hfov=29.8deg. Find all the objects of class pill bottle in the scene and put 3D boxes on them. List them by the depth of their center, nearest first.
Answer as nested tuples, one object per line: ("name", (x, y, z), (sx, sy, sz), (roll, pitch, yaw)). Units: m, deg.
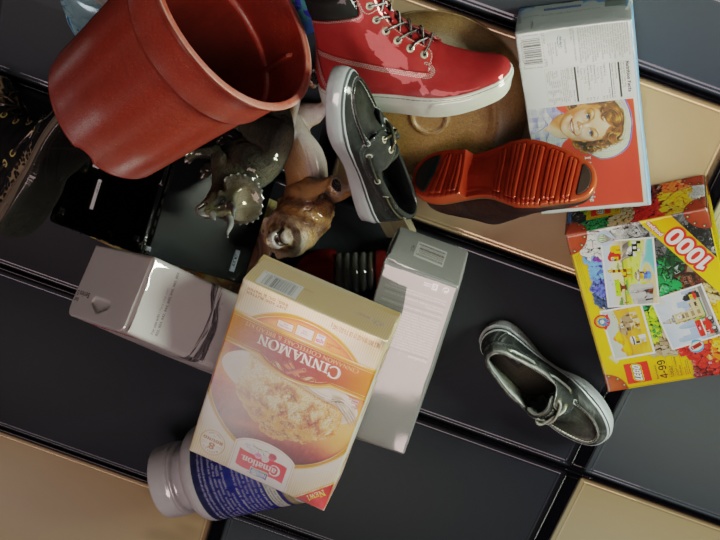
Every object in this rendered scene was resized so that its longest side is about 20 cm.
("pill bottle", (-0.153, 0.238, 1.645), (0.197, 0.120, 0.121), (-15, 118, 20))

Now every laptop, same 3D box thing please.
("laptop", (-0.205, -0.103, 1.452), (0.198, 0.103, 0.180), (18, 91, 23))

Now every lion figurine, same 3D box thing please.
("lion figurine", (-0.062, -0.118, 1.423), (0.122, 0.072, 0.203), (-12, 80, 45))

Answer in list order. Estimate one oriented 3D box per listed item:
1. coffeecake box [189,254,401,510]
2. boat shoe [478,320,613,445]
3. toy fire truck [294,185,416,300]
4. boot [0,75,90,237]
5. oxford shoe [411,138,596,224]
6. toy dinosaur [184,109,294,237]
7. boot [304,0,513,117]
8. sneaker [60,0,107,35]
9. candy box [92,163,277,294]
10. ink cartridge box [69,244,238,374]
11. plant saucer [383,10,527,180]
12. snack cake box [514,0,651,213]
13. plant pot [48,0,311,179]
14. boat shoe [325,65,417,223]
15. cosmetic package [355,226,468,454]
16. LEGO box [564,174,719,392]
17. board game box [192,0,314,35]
("coffeecake box", (-0.066, 0.111, 1.340), (0.152, 0.073, 0.202), (22, 114, 5))
("boat shoe", (0.206, 0.143, 1.537), (0.199, 0.071, 0.072), (38, 121, -13))
("toy fire truck", (0.000, 0.000, 1.480), (0.173, 0.129, 0.203), (0, 102, 6))
("boot", (-0.352, -0.155, 1.436), (0.151, 0.073, 0.201), (48, 114, 30))
("oxford shoe", (0.152, -0.084, 1.358), (0.198, 0.072, 0.072), (6, 157, 35))
("toy dinosaur", (-0.110, -0.120, 1.375), (0.101, 0.201, 0.077), (27, 158, 22))
("boot", (0.045, -0.226, 1.295), (0.197, 0.073, 0.146), (2, 127, 15))
("sneaker", (-0.284, -0.277, 1.381), (0.200, 0.074, 0.082), (41, 116, -14))
("candy box", (-0.191, -0.054, 1.510), (0.198, 0.056, 0.116), (24, 121, -4))
("ink cartridge box", (-0.186, 0.052, 1.440), (0.199, 0.085, 0.145), (27, 170, -36))
("plant saucer", (0.073, -0.166, 1.396), (0.197, 0.036, 0.203), (6, 122, 9))
("snack cake box", (0.224, -0.162, 1.347), (0.113, 0.067, 0.202), (-5, 120, 13))
("plant pot", (-0.183, -0.196, 1.293), (0.194, 0.202, 0.201), (-30, 112, 34))
("boat shoe", (0.013, -0.121, 1.315), (0.056, 0.069, 0.201), (5, 145, 19))
("cosmetic package", (0.042, 0.072, 1.396), (0.089, 0.107, 0.202), (20, 111, 1))
("LEGO box", (0.311, 0.015, 1.432), (0.147, 0.077, 0.202), (-11, 118, 18))
("board game box", (-0.109, -0.293, 1.351), (0.198, 0.045, 0.153), (-25, 114, 25))
